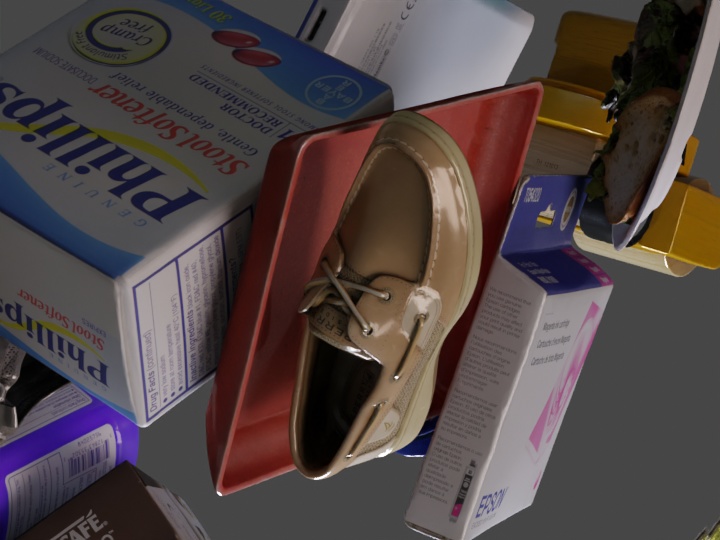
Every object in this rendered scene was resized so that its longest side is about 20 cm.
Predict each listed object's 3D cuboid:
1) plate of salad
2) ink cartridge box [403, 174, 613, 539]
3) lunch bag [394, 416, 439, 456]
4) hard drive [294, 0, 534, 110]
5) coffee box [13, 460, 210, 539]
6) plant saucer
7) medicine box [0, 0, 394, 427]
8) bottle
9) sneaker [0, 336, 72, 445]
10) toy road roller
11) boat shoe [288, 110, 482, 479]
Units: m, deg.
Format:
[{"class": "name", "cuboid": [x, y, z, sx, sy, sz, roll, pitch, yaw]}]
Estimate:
[{"class": "plate of salad", "cuboid": [0.169, -0.110, 1.648, 0.200, 0.048, 0.201, -164, -90, -89]}, {"class": "ink cartridge box", "cuboid": [0.095, 0.046, 1.590, 0.196, 0.043, 0.201, -9, 120, -74]}, {"class": "lunch bag", "cuboid": [-0.007, 0.021, 1.674, 0.200, 0.170, 0.128, -4, 121, -56]}, {"class": "hard drive", "cuboid": [0.025, -0.126, 1.737, 0.200, 0.025, 0.132, 19, 100, -58]}, {"class": "coffee box", "cuboid": [-0.141, 0.180, 1.607, 0.113, 0.080, 0.200, -34, 170, -3]}, {"class": "plant saucer", "cuboid": [0.000, 0.000, 1.444, 0.200, 0.037, 0.200, -16, 129, -49]}, {"class": "medicine box", "cuboid": [-0.111, -0.044, 1.459, 0.200, 0.182, 0.103, -36, 141, -34]}, {"class": "bottle", "cuboid": [-0.212, 0.125, 1.566, 0.200, 0.065, 0.084, -27, 142, -41]}, {"class": "sneaker", "cuboid": [-0.218, 0.063, 1.490, 0.200, 0.082, 0.075, -35, 141, -35]}, {"class": "toy road roller", "cuboid": [0.175, -0.087, 1.899, 0.200, 0.123, 0.146, 21, 87, -58]}, {"class": "boat shoe", "cuboid": [0.007, 0.018, 1.366, 0.064, 0.071, 0.201, -28, 139, -42]}]
